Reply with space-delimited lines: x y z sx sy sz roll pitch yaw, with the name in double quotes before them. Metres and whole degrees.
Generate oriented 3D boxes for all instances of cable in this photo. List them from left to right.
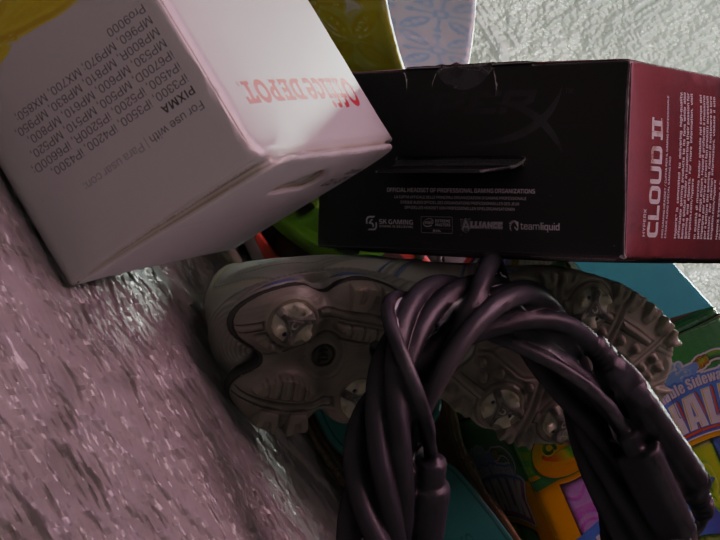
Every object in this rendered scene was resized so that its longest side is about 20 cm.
"cable" 0.051 0.090 0.645 0.051 0.163 0.200 7 -38 50

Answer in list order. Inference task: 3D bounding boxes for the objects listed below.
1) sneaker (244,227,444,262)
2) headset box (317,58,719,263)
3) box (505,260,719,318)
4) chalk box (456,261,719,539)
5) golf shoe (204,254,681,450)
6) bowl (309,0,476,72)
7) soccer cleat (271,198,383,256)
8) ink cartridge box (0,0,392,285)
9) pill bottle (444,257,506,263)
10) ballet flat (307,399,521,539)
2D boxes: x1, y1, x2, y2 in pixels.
"sneaker" 0.000 0.000 0.898 0.200 0.082 0.077 59 7 3
"headset box" 0.088 -0.042 0.726 0.200 0.148 0.075 0 92 -51
"box" 0.149 0.043 0.915 0.200 0.049 0.082 53 -26 34
"chalk box" 0.111 0.097 0.815 0.200 0.124 0.125 66 -20 3
"golf shoe" 0.032 0.019 0.722 0.200 0.078 0.097 7 18 -23
"bowl" -0.019 -0.166 0.814 0.200 0.107 0.201 -2 90 -73
"soccer cleat" -0.066 -0.072 0.813 0.200 0.068 0.081 44 -13 -14
"ink cartridge box" -0.089 -0.103 0.617 0.200 0.083 0.145 59 19 4
"pill bottle" 0.049 -0.049 1.008 0.113 0.112 0.200 59 25 9
"ballet flat" 0.017 0.090 0.774 0.065 0.070 0.200 99 -30 -56
